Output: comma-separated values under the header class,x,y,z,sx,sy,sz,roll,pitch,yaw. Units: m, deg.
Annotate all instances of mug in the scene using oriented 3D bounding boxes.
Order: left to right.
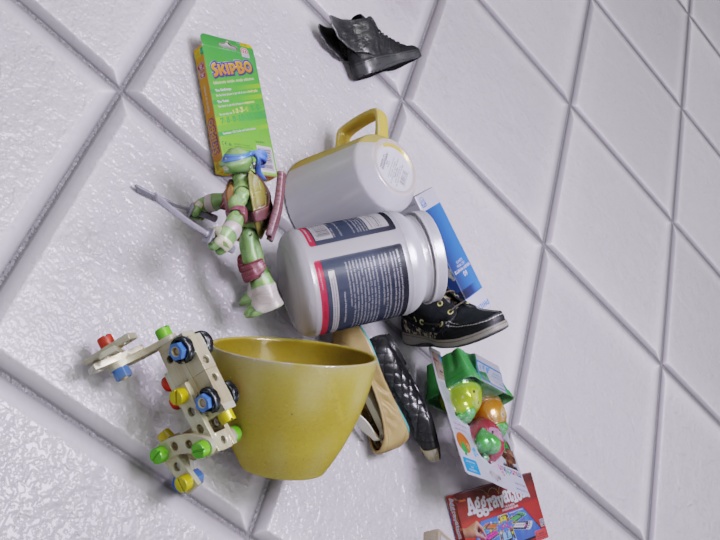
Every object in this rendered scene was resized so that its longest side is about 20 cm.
class,x,y,z,sx,sy,sz,roll,pitch,yaw
mug,-0.009,-0.133,1.384,0.149,0.152,0.188,-10,79,-47

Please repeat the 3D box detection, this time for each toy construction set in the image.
class,x,y,z,sx,sy,sz,roll,pitch,yaw
toy construction set,-0.206,0.140,1.079,0.201,0.131,0.092,55,29,-5

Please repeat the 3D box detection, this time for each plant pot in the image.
class,x,y,z,sx,sy,sz,roll,pitch,yaw
plant pot,-0.085,0.164,1.160,0.199,0.199,0.144,3,94,-45

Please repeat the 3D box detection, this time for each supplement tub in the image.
class,x,y,z,sx,sy,sz,roll,pitch,yaw
supplement tub,0.000,0.000,1.288,0.198,0.140,0.142,-12,79,-16

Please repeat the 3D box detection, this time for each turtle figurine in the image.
class,x,y,z,sx,sy,sz,roll,pitch,yaw
turtle figurine,-0.175,-0.038,1.197,0.199,0.143,0.196,-30,110,-39

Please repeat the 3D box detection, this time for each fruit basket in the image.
class,x,y,z,sx,sy,sz,roll,pitch,yaw
fruit basket,0.176,0.217,1.425,0.185,0.093,0.201,31,29,-46

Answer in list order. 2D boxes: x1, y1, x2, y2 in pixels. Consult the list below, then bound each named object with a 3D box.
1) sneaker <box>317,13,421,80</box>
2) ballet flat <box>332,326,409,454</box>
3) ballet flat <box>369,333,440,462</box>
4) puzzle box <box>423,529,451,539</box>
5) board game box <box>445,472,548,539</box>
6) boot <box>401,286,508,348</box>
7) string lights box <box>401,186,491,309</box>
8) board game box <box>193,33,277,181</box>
class,x,y,z,sx,sy,sz,roll,pitch,yaw
sneaker,0.020,-0.372,1.596,0.199,0.060,0.105,-29,98,-46
ballet flat,0.003,0.155,1.330,0.063,0.068,0.201,-29,92,-35
ballet flat,0.060,0.183,1.397,0.201,0.056,0.066,63,-1,-5
puzzle box,0.141,0.450,1.316,0.200,0.025,0.134,47,35,-39
board game box,0.208,0.370,1.476,0.199,0.019,0.104,-2,72,-47
boot,0.112,0.027,1.383,0.073,0.203,0.155,-19,97,-35
string lights box,0.103,-0.011,1.482,0.059,0.102,0.201,-31,94,-51
board game box,-0.172,-0.224,1.351,0.095,0.030,0.202,3,73,-46
